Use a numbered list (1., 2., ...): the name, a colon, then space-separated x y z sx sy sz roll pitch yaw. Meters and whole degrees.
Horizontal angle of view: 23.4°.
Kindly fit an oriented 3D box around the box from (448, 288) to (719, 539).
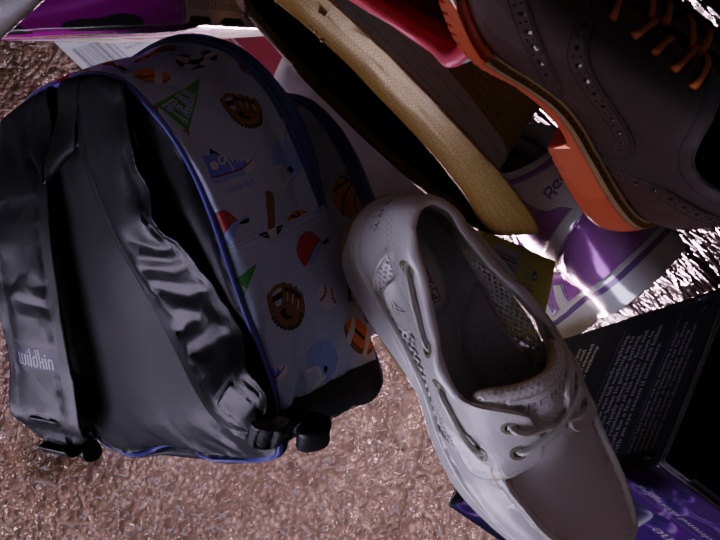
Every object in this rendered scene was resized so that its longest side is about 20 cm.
1. box: 0.166 0.106 0.904 0.148 0.105 0.200 35 154 -15

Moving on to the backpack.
1. backpack: -0.080 -0.015 0.826 0.199 0.154 0.191 -7 111 44

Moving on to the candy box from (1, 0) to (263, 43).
1. candy box: -0.115 -0.147 0.874 0.135 0.061 0.200 0 -174 15

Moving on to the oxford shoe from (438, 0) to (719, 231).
1. oxford shoe: 0.085 -0.083 0.575 0.072 0.072 0.200 5 153 38

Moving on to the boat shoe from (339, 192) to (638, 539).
1. boat shoe: 0.065 0.053 0.762 0.200 0.071 0.069 54 160 -10

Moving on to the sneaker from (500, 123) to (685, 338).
1. sneaker: 0.107 -0.026 0.957 0.114 0.073 0.201 45 166 4

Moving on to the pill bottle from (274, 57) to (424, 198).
1. pill bottle: 0.011 -0.075 0.996 0.113 0.113 0.200 41 177 7

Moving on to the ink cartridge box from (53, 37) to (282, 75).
1. ink cartridge box: -0.147 -0.195 1.067 0.146 0.083 0.200 -8 137 47

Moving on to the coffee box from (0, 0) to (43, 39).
1. coffee box: -0.146 -0.174 0.694 0.113 0.200 0.080 43 -148 -23

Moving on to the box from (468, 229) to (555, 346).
1. box: 0.000 0.000 0.925 0.199 0.050 0.075 8 172 41

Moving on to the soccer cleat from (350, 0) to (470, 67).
1. soccer cleat: -0.022 -0.149 0.592 0.200 0.068 0.073 39 -144 -12

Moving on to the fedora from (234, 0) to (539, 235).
1. fedora: 0.021 -0.103 0.757 0.201 0.082 0.201 44 177 3
